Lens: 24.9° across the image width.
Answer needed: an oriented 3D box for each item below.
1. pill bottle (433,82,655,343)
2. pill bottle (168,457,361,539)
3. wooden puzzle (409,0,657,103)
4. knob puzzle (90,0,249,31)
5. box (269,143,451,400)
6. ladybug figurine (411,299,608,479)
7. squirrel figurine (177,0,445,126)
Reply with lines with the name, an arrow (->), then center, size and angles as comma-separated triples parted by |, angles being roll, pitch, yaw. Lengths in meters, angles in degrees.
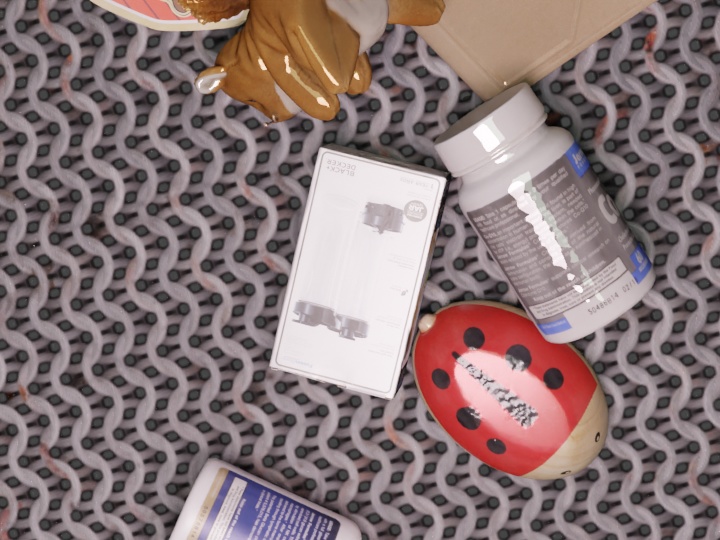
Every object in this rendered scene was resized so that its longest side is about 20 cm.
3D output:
pill bottle -> 0.153, -0.049, 1.379 | 0.114, 0.114, 0.200 | -32, 100, 7
pill bottle -> -0.067, 0.255, 1.445 | 0.200, 0.111, 0.111 | 25, 99, 0
wooden puzzle -> 0.123, -0.244, 1.338 | 0.200, 0.037, 0.185 | -30, 121, 33
knob puzzle -> -0.162, -0.291, 1.393 | 0.219, 0.030, 0.220 | 2, 105, 8
box -> 0.000, 0.000, 1.423 | 0.116, 0.060, 0.201 | 13, 99, 6
ladybug figurine -> 0.129, 0.107, 1.431 | 0.200, 0.072, 0.136 | 36, 99, -2
squirrel figurine -> -0.071, -0.212, 1.330 | 0.200, 0.187, 0.142 | 49, 57, -12
